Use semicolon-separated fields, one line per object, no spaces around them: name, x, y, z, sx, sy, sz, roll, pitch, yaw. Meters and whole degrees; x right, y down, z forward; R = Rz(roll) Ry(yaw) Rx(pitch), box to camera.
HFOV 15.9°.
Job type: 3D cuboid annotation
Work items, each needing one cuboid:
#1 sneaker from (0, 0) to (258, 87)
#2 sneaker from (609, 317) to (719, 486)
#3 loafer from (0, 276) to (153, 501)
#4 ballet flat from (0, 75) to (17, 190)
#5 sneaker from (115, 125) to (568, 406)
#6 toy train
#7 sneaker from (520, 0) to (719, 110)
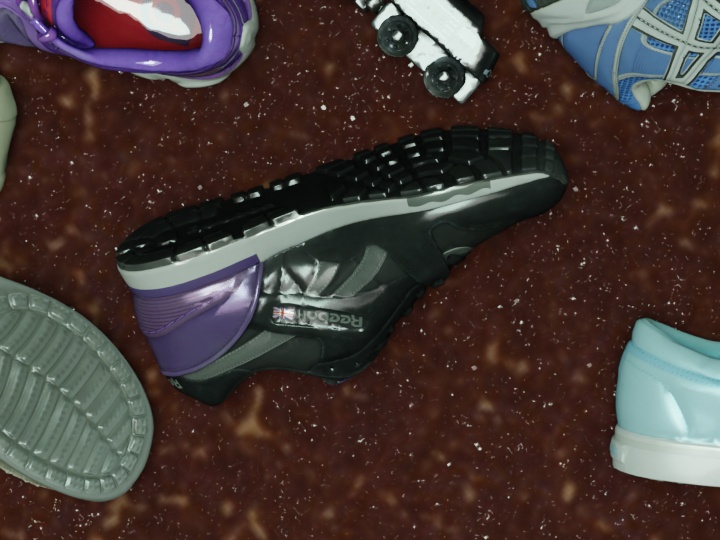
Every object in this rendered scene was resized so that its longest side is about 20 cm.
sneaker;-0.141;-0.130;1.105;0.199;0.083;0.081;12;98;2
sneaker;0.209;0.052;1.116;0.199;0.074;0.082;0;100;2
loafer;-0.180;0.033;1.142;0.200;0.070;0.075;37;71;-13
ballet flat;-0.250;-0.051;1.134;0.199;0.069;0.070;-3;97;2
sneaker;0.000;0.000;1.130;0.199;0.076;0.088;-15;111;8
toy train;-0.018;-0.151;1.121;0.200;0.034;0.046;41;95;-3
sneaker;0.158;-0.123;1.063;0.077;0.200;0.076;53;55;-16
